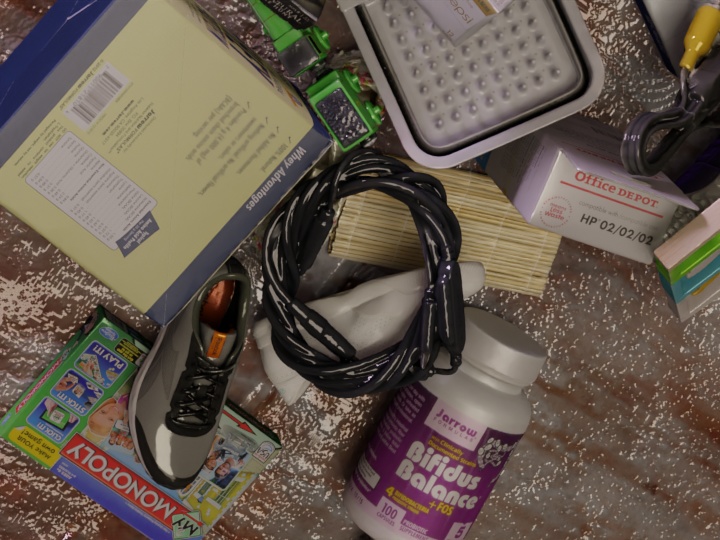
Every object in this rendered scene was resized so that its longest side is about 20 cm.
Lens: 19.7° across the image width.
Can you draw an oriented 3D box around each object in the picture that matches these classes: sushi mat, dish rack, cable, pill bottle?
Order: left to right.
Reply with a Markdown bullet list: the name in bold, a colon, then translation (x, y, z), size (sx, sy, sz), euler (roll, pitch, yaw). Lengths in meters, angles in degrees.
- **cable**: translation (0.000, 0.000, 1.644), size (0.162, 0.051, 0.201), euler (-4, 108, 11)
- **pill bottle**: translation (0.075, 0.136, 1.753), size (0.112, 0.112, 0.201), euler (22, 105, -21)
- **sushi mat**: translation (0.076, -0.038, 1.737), size (0.199, 0.012, 0.096), euler (11, 109, -18)
- **dish rack**: translation (0.081, -0.190, 1.621), size (0.171, 0.044, 0.201), euler (-24, 83, -5)
- **cable**: translation (0.251, -0.128, 1.630), size (0.200, 0.050, 0.097), euler (-48, 139, -32)

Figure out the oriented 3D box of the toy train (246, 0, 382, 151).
- **toy train**: translation (-0.050, -0.177, 1.589), size (0.042, 0.056, 0.200), euler (-34, 93, 15)

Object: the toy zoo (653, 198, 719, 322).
- **toy zoo**: translation (0.299, -0.021, 1.666), size (0.131, 0.020, 0.200), euler (-38, 160, 1)

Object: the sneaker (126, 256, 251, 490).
- **sneaker**: translation (-0.135, 0.079, 1.669), size (0.074, 0.079, 0.201), euler (10, 94, -27)

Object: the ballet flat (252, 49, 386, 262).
- **ballet flat**: translation (-0.034, -0.081, 1.664), size (0.075, 0.064, 0.201), euler (14, 108, -21)

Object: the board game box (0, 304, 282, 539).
- **board game box**: translation (-0.183, 0.138, 1.735), size (0.200, 0.029, 0.135), euler (38, 98, -24)

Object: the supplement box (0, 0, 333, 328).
- **supplement box**: translation (-0.168, -0.106, 1.580), size (0.200, 0.134, 0.200), euler (40, 98, -24)

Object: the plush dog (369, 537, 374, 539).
- **plush dog**: translation (0.031, 0.353, 1.825), size (0.171, 0.161, 0.200), euler (-32, 118, 26)

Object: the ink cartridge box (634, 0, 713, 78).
- **ink cartridge box**: translation (0.300, -0.287, 1.676), size (0.200, 0.041, 0.200), euler (-31, 116, 0)

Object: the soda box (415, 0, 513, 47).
- **soda box**: translation (0.119, -0.254, 1.554), size (0.068, 0.064, 0.200), euler (49, 55, -6)

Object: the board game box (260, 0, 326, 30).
- **board game box**: translation (-0.091, -0.288, 1.541), size (0.200, 0.028, 0.136), euler (35, 59, -24)

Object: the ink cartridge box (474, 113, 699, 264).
- **ink cartridge box**: translation (0.176, -0.070, 1.645), size (0.115, 0.200, 0.068), euler (17, 107, -19)

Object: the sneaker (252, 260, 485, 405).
- **sneaker**: translation (0.016, 0.052, 1.707), size (0.199, 0.075, 0.089), euler (-19, 87, 10)

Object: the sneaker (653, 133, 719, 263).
- **sneaker**: translation (0.313, -0.081, 1.744), size (0.070, 0.100, 0.200), euler (40, 128, -8)
